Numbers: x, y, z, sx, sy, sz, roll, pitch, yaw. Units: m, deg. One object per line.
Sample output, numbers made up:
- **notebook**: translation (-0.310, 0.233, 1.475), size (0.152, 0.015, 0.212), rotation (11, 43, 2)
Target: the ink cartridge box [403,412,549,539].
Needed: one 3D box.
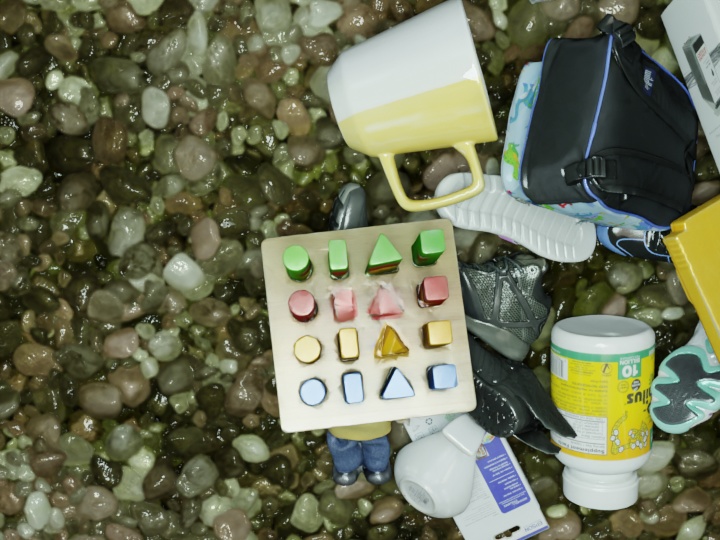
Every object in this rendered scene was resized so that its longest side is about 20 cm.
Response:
- **ink cartridge box**: translation (0.135, 0.234, 1.086), size (0.099, 0.039, 0.200), rotation (-26, 99, 5)

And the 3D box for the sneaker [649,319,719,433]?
- **sneaker**: translation (0.398, 0.108, 1.026), size (0.078, 0.140, 0.200), rotation (33, 83, 34)

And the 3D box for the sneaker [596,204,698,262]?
- **sneaker**: translation (0.367, -0.040, 1.013), size (0.200, 0.078, 0.070), rotation (1, 102, -1)

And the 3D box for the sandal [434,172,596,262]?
- **sandal**: translation (0.171, -0.064, 1.021), size (0.202, 0.050, 0.083), rotation (18, 81, -19)

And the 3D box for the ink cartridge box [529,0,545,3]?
- **ink cartridge box**: translation (0.270, -0.365, 0.943), size (0.200, 0.084, 0.145), rotation (-9, 101, 1)

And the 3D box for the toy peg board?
- **toy peg board**: translation (0.008, 0.050, 0.909), size (0.200, 0.098, 0.199), rotation (-6, 83, -2)

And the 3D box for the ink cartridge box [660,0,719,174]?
- **ink cartridge box**: translation (0.413, -0.204, 0.930), size (0.147, 0.083, 0.200), rotation (-12, 76, -12)

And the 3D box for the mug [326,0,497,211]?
- **mug**: translation (0.052, -0.172, 0.942), size (0.153, 0.187, 0.149), rotation (-14, 145, 10)

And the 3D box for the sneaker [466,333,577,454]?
- **sneaker**: translation (0.142, 0.119, 0.998), size (0.200, 0.104, 0.060), rotation (50, 118, 23)

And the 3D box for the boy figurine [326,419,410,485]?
- **boy figurine**: translation (-0.008, 0.150, 1.022), size (0.124, 0.064, 0.200), rotation (-4, 121, 1)

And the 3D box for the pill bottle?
- **pill bottle**: translation (0.271, 0.159, 1.035), size (0.113, 0.113, 0.200), rotation (-2, 101, 0)

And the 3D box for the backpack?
- **backpack**: translation (0.249, -0.134, 0.944), size (0.200, 0.147, 0.183), rotation (16, 82, -41)

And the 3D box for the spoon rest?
- **spoon rest**: translation (0.094, 0.214, 1.019), size (0.099, 0.200, 0.061), rotation (40, 55, 12)

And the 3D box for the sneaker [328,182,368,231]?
- **sneaker**: translation (0.000, 0.000, 1.024), size (0.079, 0.075, 0.200), rotation (2, 111, -4)

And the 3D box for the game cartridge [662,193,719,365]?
- **game cartridge**: translation (0.417, 0.009, 0.951), size (0.176, 0.032, 0.200), rotation (-27, 94, -18)

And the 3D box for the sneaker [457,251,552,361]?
- **sneaker**: translation (0.130, 0.005, 1.023), size (0.199, 0.076, 0.114), rotation (33, 97, -10)
